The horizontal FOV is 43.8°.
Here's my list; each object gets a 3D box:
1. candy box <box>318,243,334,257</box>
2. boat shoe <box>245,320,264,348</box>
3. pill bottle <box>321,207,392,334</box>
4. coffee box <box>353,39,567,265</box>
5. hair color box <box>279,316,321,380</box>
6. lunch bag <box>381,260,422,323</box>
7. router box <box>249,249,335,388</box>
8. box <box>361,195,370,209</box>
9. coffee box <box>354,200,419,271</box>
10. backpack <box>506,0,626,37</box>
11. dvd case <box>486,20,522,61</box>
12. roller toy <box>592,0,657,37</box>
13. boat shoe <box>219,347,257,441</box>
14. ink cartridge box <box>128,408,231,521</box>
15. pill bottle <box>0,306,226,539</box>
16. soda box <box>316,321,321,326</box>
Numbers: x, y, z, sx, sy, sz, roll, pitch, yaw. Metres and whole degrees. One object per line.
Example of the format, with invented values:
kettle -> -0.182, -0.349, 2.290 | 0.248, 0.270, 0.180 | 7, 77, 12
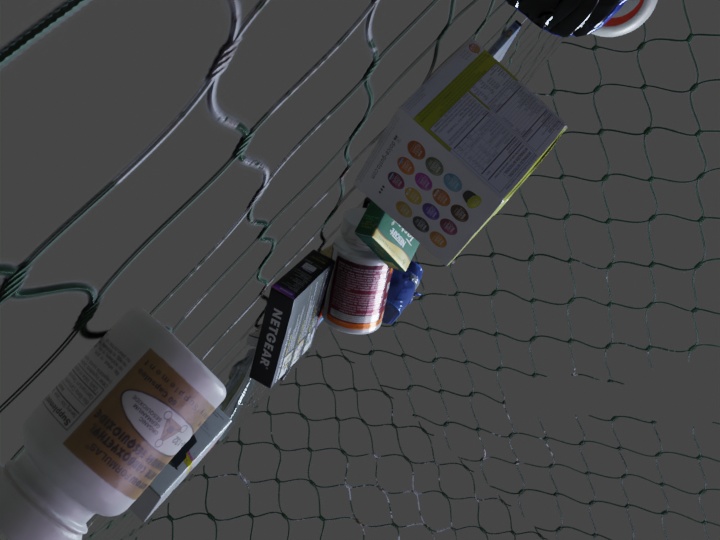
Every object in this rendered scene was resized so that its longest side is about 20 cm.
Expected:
candy box -> -0.068, 0.007, 1.743 | 0.116, 0.055, 0.200 | -51, 177, 18
boat shoe -> -0.152, 0.106, 1.691 | 0.199, 0.071, 0.067 | -8, 111, -65
pill bottle -> 0.000, 0.000, 1.583 | 0.114, 0.113, 0.202 | -43, 149, -59
coffee box -> 0.147, -0.172, 1.337 | 0.200, 0.197, 0.200 | -46, 176, -33
hair color box -> -0.128, 0.117, 1.855 | 0.201, 0.061, 0.102 | -61, -177, -32
lunch bag -> 0.039, 0.012, 1.924 | 0.133, 0.199, 0.136 | -61, -176, -22
router box -> -0.117, 0.083, 1.541 | 0.149, 0.051, 0.202 | -45, 157, -54
box -> 0.033, -0.051, 1.700 | 0.141, 0.078, 0.202 | -52, 162, -65
coffee box -> 0.077, -0.113, 1.494 | 0.123, 0.044, 0.202 | 45, 68, -46
backpack -> 0.238, -0.347, 0.906 | 0.200, 0.162, 0.168 | -53, 178, 42
dvd case -> 0.218, -0.364, 1.673 | 0.200, 0.018, 0.143 | -49, 176, -13
roller toy -> 0.510, -0.568, 1.801 | 0.200, 0.182, 0.140 | -50, 175, 26
boat shoe -> -0.255, 0.236, 1.774 | 0.075, 0.064, 0.204 | 101, 13, -64
ink cartridge box -> -0.342, 0.339, 1.623 | 0.200, 0.083, 0.146 | -47, 177, -40
pill bottle -> -0.218, 0.140, 0.756 | 0.200, 0.114, 0.114 | -48, 177, -13
soda box -> -0.095, 0.072, 2.044 | 0.201, 0.064, 0.068 | -51, 176, 22
